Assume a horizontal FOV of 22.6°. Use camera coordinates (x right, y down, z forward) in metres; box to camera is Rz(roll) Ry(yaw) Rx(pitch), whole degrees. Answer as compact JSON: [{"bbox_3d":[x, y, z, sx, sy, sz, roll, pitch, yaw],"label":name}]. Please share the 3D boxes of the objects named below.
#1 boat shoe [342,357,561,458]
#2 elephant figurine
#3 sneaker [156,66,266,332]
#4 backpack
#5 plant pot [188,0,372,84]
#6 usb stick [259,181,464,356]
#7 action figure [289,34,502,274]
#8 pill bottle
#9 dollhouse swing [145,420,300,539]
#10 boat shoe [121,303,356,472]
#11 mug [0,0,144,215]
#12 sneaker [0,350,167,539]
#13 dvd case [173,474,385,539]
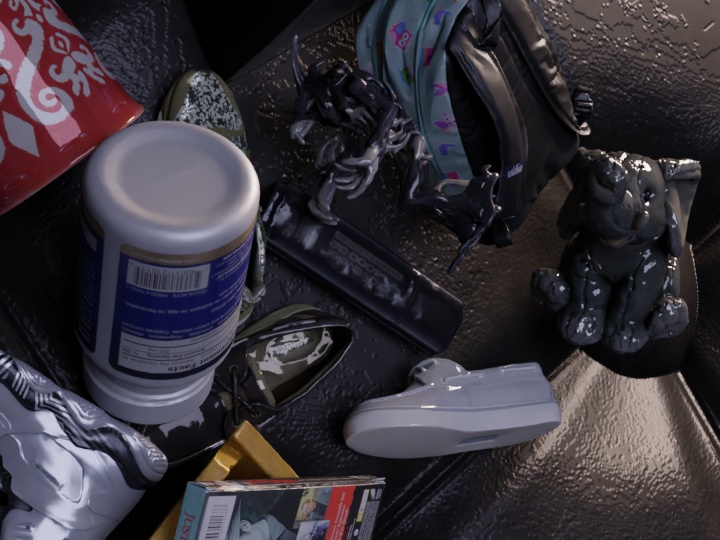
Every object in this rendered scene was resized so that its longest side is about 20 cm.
[{"bbox_3d":[0.071,0.103,1.428,0.199,0.072,0.069,-4,66,-26],"label":"boat shoe"},{"bbox_3d":[0.217,-0.044,1.460,0.141,0.155,0.201,-11,126,-17],"label":"elephant figurine"},{"bbox_3d":[-0.095,-0.055,1.320,0.077,0.089,0.201,-4,83,-34],"label":"sneaker"},{"bbox_3d":[0.084,-0.140,1.406,0.167,0.126,0.200,-56,137,-32],"label":"backpack"},{"bbox_3d":[-0.040,-0.284,1.333,0.199,0.200,0.178,-34,91,-30],"label":"plant pot"},{"bbox_3d":[0.000,0.000,1.411,0.200,0.033,0.056,34,75,-25],"label":"usb stick"},{"bbox_3d":[0.008,-0.082,1.328,0.200,0.119,0.102,38,77,3],"label":"action figure"},{"bbox_3d":[-0.136,0.007,1.217,0.115,0.200,0.116,7,46,-7],"label":"pill bottle"},{"bbox_3d":[-0.091,0.252,1.254,0.176,0.182,0.200,40,63,0],"label":"dollhouse swing"},{"bbox_3d":[-0.088,0.082,1.325,0.200,0.065,0.073,-36,105,-30],"label":"boat shoe"},{"bbox_3d":[-0.267,-0.141,1.194,0.200,0.133,0.178,56,45,-11],"label":"mug"},{"bbox_3d":[-0.238,0.126,1.218,0.200,0.075,0.115,33,76,-16],"label":"sneaker"},{"bbox_3d":[-0.063,0.212,1.227,0.200,0.022,0.147,5,100,-55],"label":"dvd case"}]
